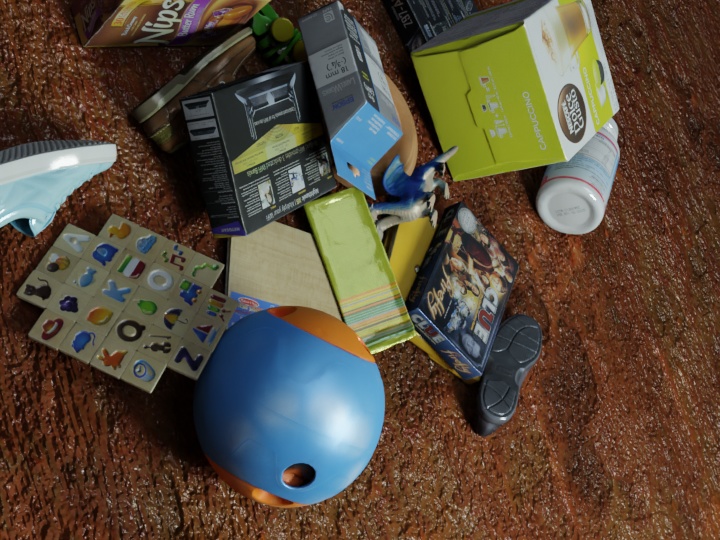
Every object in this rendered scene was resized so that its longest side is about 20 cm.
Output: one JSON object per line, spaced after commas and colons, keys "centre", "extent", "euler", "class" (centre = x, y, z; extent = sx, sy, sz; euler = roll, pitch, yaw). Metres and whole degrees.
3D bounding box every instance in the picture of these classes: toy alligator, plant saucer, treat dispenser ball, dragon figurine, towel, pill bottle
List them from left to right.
{"centre": [-0.118, -0.304, 1.283], "extent": [0.199, 0.059, 0.054], "euler": [42, 90, -21], "class": "toy alligator"}
{"centre": [-0.073, 0.138, 1.033], "extent": [0.198, 0.199, 0.205], "euler": [18, 61, -36], "class": "treat dispenser ball"}
{"centre": [0.000, 0.000, 1.245], "extent": [0.085, 0.018, 0.204], "euler": [-19, 87, -24], "class": "towel"}
{"centre": [0.005, -0.202, 1.365], "extent": [0.198, 0.032, 0.204], "euler": [19, 60, -36], "class": "plant saucer"}
{"centre": [0.063, -0.111, 1.326], "extent": [0.059, 0.098, 0.202], "euler": [72, 35, -50], "class": "dragon figurine"}
{"centre": [0.354, -0.162, 1.612], "extent": [0.109, 0.108, 0.202], "euler": [43, 49, -20], "class": "pill bottle"}

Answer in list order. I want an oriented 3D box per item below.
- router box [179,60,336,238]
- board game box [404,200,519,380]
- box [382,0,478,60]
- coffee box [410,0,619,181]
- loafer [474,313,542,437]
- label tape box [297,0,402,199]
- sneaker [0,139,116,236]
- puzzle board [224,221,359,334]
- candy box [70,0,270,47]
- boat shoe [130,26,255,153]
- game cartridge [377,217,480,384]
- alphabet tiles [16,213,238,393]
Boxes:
{"centre": [-0.112, -0.144, 1.167], "extent": [0.199, 0.051, 0.160], "euler": [-34, 116, -54], "class": "router box"}
{"centre": [0.138, 0.025, 1.350], "extent": [0.135, 0.034, 0.202], "euler": [44, 48, -22], "class": "board game box"}
{"centre": [0.096, -0.429, 1.532], "extent": [0.159, 0.043, 0.203], "euler": [-30, 94, -45], "class": "box"}
{"centre": [0.225, -0.270, 1.445], "extent": [0.197, 0.197, 0.203], "euler": [-40, 115, -43], "class": "coffee box"}
{"centre": [0.196, 0.143, 1.389], "extent": [0.071, 0.064, 0.201], "euler": [26, 46, 5], "class": "loafer"}
{"centre": [-0.003, -0.205, 1.238], "extent": [0.144, 0.062, 0.204], "euler": [22, 50, -69], "class": "label tape box"}
{"centre": [-0.323, -0.080, 1.003], "extent": [0.199, 0.073, 0.084], "euler": [-25, 119, -50], "class": "sneaker"}
{"centre": [-0.078, 0.024, 1.207], "extent": [0.197, 0.017, 0.154], "euler": [18, 63, -36], "class": "puzzle board"}
{"centre": [-0.214, -0.305, 1.149], "extent": [0.198, 0.116, 0.058], "euler": [-12, 80, -43], "class": "candy box"}
{"centre": [-0.183, -0.210, 1.177], "extent": [0.068, 0.071, 0.200], "euler": [53, 55, -17], "class": "boat shoe"}
{"centre": [0.102, 0.030, 1.361], "extent": [0.199, 0.032, 0.179], "euler": [38, 51, -28], "class": "game cartridge"}
{"centre": [-0.230, 0.029, 1.006], "extent": [0.197, 0.006, 0.168], "euler": [24, 53, 2], "class": "alphabet tiles"}
